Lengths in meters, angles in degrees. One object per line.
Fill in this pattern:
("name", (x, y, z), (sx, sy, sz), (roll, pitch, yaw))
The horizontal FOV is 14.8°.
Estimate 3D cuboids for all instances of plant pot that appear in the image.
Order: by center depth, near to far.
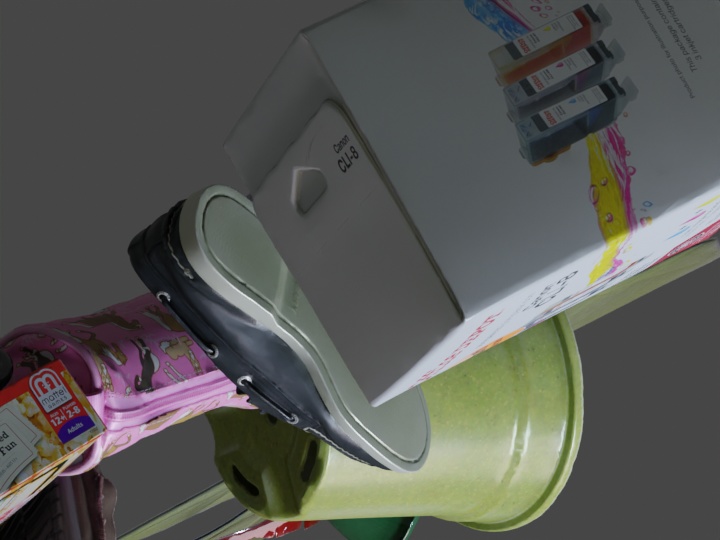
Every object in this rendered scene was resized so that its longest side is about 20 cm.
("plant pot", (0.008, 0.081, 1.758), (0.184, 0.201, 0.200), (-9, 160, -38))

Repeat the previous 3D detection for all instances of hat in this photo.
("hat", (-0.031, 0.221, 2.950), (0.166, 0.176, 0.201), (-46, -161, 56))

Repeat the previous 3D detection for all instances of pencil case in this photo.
("pencil case", (-0.112, 0.052, 1.459), (0.086, 0.083, 0.200), (-34, 170, 33))

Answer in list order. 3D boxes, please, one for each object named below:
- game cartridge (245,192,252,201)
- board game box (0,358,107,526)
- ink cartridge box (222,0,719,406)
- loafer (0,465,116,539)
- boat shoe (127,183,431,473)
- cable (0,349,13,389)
("game cartridge", (0.026, -0.017, 1.385), (0.199, 0.133, 0.041), (-27, -149, 27))
("board game box", (-0.233, 0.131, 1.322), (0.200, 0.046, 0.151), (-31, 173, -42))
("ink cartridge box", (0.068, -0.057, 1.222), (0.199, 0.145, 0.145), (-26, 171, -22))
("loafer", (-0.153, 0.127, 1.460), (0.073, 0.071, 0.200), (-52, -153, 20))
("boat shoe", (-0.042, 0.037, 1.371), (0.066, 0.075, 0.199), (-19, 135, 33))
("cable", (-0.241, 0.081, 1.294), (0.163, 0.051, 0.200), (-31, 171, 3))
